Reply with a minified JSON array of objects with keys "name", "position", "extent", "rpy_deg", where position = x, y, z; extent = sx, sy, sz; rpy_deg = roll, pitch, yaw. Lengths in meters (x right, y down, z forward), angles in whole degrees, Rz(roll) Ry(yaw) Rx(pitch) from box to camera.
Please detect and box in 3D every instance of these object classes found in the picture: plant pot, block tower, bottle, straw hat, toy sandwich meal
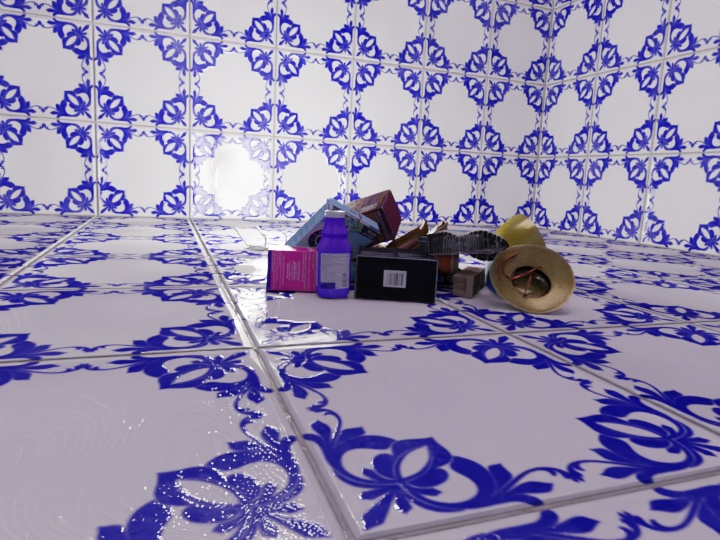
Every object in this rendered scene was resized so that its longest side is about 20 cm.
[{"name":"plant pot","position":[0.462,-0.052,1.663],"extent":[0.140,0.203,0.200],"rpy_deg":[-23,14,-7]},{"name":"block tower","position":[0.292,0.028,1.447],"extent":[0.057,0.055,0.199],"rpy_deg":[6,9,20]},{"name":"bottle","position":[-0.063,-0.039,1.276],"extent":[0.082,0.205,0.065],"rpy_deg":[-1,10,-13]},{"name":"straw hat","position":[0.410,0.037,1.313],"extent":[0.197,0.204,0.086],"rpy_deg":[5,-33,11]},{"name":"toy sandwich meal","position":[0.157,-0.091,1.531],"extent":[0.204,0.071,0.205],"rpy_deg":[-37,-1,-1]}]

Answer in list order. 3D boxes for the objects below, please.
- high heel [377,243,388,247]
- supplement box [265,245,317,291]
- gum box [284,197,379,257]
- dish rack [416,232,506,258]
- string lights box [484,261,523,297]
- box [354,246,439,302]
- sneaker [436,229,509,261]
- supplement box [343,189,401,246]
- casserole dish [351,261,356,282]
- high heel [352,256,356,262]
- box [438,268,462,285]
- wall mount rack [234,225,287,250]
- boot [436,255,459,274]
[{"name":"high heel","position":[0.085,-0.069,1.840],"extent":[0.196,0.073,0.143],"rpy_deg":[-9,19,-15]},{"name":"supplement box","position":[-0.136,-0.004,1.358],"extent":[0.196,0.106,0.101],"rpy_deg":[3,8,-10]},{"name":"gum box","position":[-0.076,-0.084,1.427],"extent":[0.168,0.199,0.045],"rpy_deg":[24,39,-37]},{"name":"dish rack","position":[0.248,-0.063,1.305],"extent":[0.196,0.056,0.153],"rpy_deg":[1,8,24]},{"name":"string lights box","position":[0.383,0.004,1.463],"extent":[0.058,0.105,0.200],"rpy_deg":[4,10,0]},{"name":"box","position":[0.087,0.006,1.354],"extent":[0.195,0.106,0.182],"rpy_deg":[4,10,2]},{"name":"sneaker","position":[0.292,-0.079,1.415],"extent":[0.197,0.080,0.090],"rpy_deg":[11,20,26]},{"name":"supplement box","position":[0.003,-0.133,1.526],"extent":[0.197,0.105,0.132],"rpy_deg":[-15,25,23]},{"name":"casserole dish","position":[0.000,0.000,1.569],"extent":[0.120,0.040,0.198],"rpy_deg":[10,13,41]},{"name":"high heel","position":[-0.053,-0.055,1.598],"extent":[0.199,0.072,0.141],"rpy_deg":[-34,-18,32]},{"name":"box","position":[0.189,0.001,1.600],"extent":[0.195,0.051,0.199],"rpy_deg":[4,11,0]},{"name":"wall mount rack","position":[-0.380,-0.123,2.063],"extent":[0.171,0.076,0.199],"rpy_deg":[9,11,34]},{"name":"boot","position":[0.224,-0.044,1.524],"extent":[0.105,0.077,0.200],"rpy_deg":[2,14,9]}]
